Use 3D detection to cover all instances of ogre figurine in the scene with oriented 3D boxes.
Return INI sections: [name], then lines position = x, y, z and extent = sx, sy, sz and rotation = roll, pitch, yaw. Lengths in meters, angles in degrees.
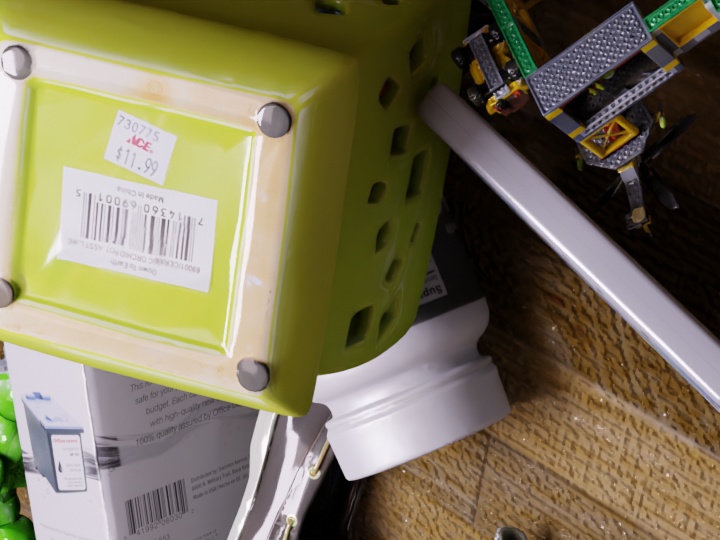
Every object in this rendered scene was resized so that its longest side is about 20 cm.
[ogre figurine]
position = -0.204, 0.133, 1.506
extent = 0.120, 0.098, 0.200
rotation = 33, 144, 11

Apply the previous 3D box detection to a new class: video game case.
[video game case]
position = 0.122, 0.008, 1.075
extent = 0.022, 0.182, 0.200
rotation = -46, 66, 3

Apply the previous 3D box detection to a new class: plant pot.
[plant pot]
position = -0.074, -0.051, 1.064
extent = 0.199, 0.182, 0.200
rotation = 14, 114, 12

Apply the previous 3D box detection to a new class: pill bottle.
[pill bottle]
position = 0.000, 0.000, 1.225
extent = 0.114, 0.114, 0.201
rotation = -23, 88, 47

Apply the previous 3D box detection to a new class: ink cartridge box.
[ink cartridge box]
position = -0.120, 0.086, 1.357
extent = 0.086, 0.146, 0.201
rotation = 6, 109, 46

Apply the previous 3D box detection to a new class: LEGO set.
[LEGO set]
position = 0.145, -0.127, 1.021
extent = 0.200, 0.116, 0.154
rotation = -41, 55, 14

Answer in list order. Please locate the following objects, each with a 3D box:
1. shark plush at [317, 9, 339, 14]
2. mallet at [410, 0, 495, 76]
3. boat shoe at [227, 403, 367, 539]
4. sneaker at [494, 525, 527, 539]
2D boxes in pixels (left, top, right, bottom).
[shark plush]
position = -0.022, -0.142, 1.233
extent = 0.083, 0.091, 0.200
rotation = 34, 129, -7
[mallet]
position = -0.029, -0.139, 1.172
extent = 0.066, 0.199, 0.041
rotation = 111, 167, -50
[boat shoe]
position = -0.035, 0.155, 1.336
extent = 0.060, 0.072, 0.202
rotation = 21, 107, 34
[sneaker]
position = 0.077, 0.182, 1.261
extent = 0.199, 0.077, 0.089
rotation = -5, 89, 41
